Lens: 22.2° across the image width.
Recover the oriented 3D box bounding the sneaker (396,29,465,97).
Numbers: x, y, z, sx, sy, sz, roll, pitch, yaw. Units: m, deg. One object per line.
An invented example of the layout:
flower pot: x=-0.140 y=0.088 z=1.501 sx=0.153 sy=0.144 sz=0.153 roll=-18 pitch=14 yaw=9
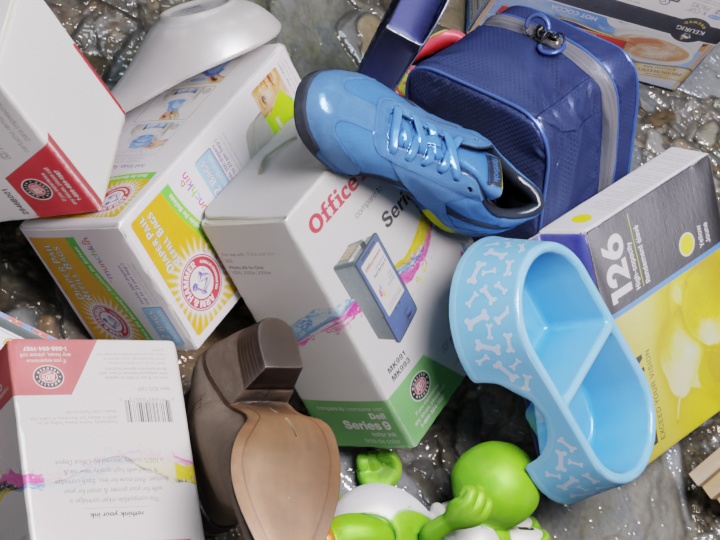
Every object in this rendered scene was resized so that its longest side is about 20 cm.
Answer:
sneaker: x=0.021 y=-0.116 z=1.378 sx=0.078 sy=0.090 sz=0.200 roll=36 pitch=55 yaw=1

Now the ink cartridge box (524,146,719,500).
ink cartridge box: x=0.196 y=0.039 z=1.321 sx=0.200 sy=0.047 sz=0.198 roll=-32 pitch=118 yaw=-36

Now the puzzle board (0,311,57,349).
puzzle board: x=-0.279 y=0.077 z=1.188 sx=0.200 sy=0.017 sz=0.151 roll=27 pitch=55 yaw=-7

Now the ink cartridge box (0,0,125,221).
ink cartridge box: x=-0.274 y=-0.099 z=1.161 sx=0.200 sy=0.144 sz=0.084 roll=-5 pitch=55 yaw=22

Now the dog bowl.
dog bowl: x=0.133 y=0.064 z=1.215 sx=0.200 sy=0.050 sz=0.112 roll=59 pitch=45 yaw=-23

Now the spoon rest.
spoon rest: x=-0.150 y=-0.141 z=1.252 sx=0.200 sy=0.099 sz=0.061 roll=-16 pitch=110 yaw=-12

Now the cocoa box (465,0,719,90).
cocoa box: x=0.201 y=-0.255 z=1.507 sx=0.200 sy=0.131 sz=0.134 roll=13 pitch=58 yaw=-15

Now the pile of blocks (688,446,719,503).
pile of blocks: x=0.338 y=0.119 z=1.333 sx=0.200 sy=0.082 sz=0.062 roll=-34 pitch=66 yaw=-5

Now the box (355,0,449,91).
box: x=0.032 y=-0.171 z=1.256 sx=0.032 sy=0.200 sz=0.121 roll=27 pitch=61 yaw=-5

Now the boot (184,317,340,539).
boot: x=-0.074 y=0.131 z=1.160 sx=0.070 sy=0.146 sz=0.200 roll=12 pitch=52 yaw=-21

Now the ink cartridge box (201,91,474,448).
ink cartridge box: x=0.000 y=0.000 z=1.243 sx=0.145 sy=0.087 sz=0.200 roll=-51 pitch=123 yaw=-37

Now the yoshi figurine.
yoshi figurine: x=0.039 y=0.154 z=1.222 sx=0.200 sy=0.112 sz=0.113 roll=5 pitch=53 yaw=-23

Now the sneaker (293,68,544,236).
sneaker: x=0.043 y=-0.078 z=1.172 sx=0.200 sy=0.078 sz=0.066 roll=29 pitch=69 yaw=-43

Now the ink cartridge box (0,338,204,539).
ink cartridge box: x=-0.166 y=0.147 z=1.151 sx=0.116 sy=0.067 sz=0.200 roll=2 pitch=64 yaw=-29

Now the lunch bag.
lunch bag: x=0.120 y=-0.096 z=1.338 sx=0.136 sy=0.200 sz=0.132 roll=31 pitch=47 yaw=29

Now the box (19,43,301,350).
box: x=-0.117 y=-0.050 z=1.250 sx=0.200 sy=0.101 sz=0.113 roll=-52 pitch=127 yaw=-36
